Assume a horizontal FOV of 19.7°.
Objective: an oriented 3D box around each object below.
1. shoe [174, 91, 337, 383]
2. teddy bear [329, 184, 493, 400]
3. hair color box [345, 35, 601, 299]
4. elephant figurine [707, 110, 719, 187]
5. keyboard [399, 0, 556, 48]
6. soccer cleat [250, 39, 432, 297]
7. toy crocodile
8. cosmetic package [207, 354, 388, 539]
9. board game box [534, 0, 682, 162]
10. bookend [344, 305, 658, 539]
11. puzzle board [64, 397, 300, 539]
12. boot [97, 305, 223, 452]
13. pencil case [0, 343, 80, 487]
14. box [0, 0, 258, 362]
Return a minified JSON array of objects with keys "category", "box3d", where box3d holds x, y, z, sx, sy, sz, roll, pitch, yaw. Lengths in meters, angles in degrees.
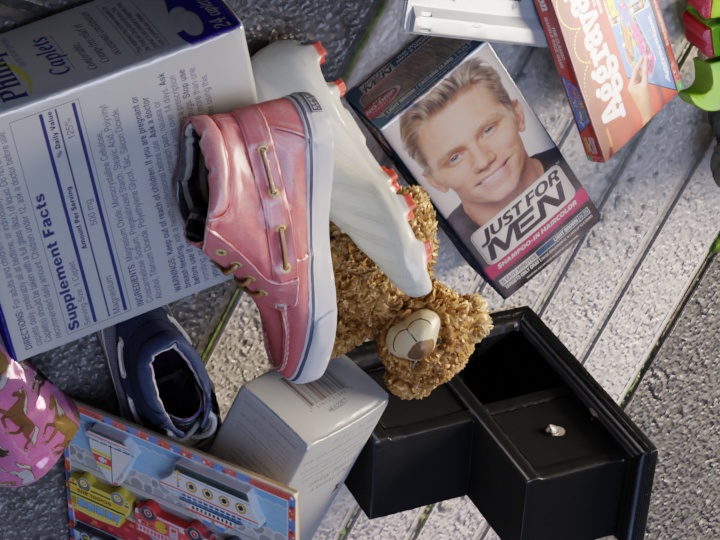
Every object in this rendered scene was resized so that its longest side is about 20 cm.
[{"category":"shoe","box3d":[-0.069,-0.014,1.320,0.091,0.071,0.201,-11,119,-24]},{"category":"teddy bear","box3d":[0.000,0.000,1.448,0.145,0.067,0.200,-26,88,-10]},{"category":"hair color box","box3d":[0.085,-0.080,1.499,0.100,0.061,0.200,-40,129,-1]},{"category":"elephant figurine","box3d":[0.374,-0.107,1.616,0.200,0.155,0.142,-3,78,-39]},{"category":"keyboard","box3d":[0.101,-0.184,1.418,0.200,0.011,0.056,-1,99,-45]},{"category":"soccer cleat","box3d":[-0.019,-0.062,1.397,0.077,0.200,0.069,-30,174,-3]},{"category":"toy crocodile","box3d":[0.262,-0.212,1.508,0.062,0.068,0.200,-15,125,-19]},{"category":"cosmetic package","box3d":[-0.066,0.155,1.506,0.102,0.074,0.200,-26,150,-47]},{"category":"board game box","box3d":[0.168,-0.187,1.463,0.103,0.019,0.200,-42,125,-29]},{"category":"bookend","box3d":[0.081,0.133,1.542,0.199,0.199,0.092,-12,126,-21]},{"category":"puzzle board","box3d":[-0.130,0.184,1.471,0.017,0.200,0.151,-44,144,-45]},{"category":"boot","box3d":[-0.132,0.105,1.477,0.073,0.090,0.200,-29,129,-10]},{"category":"pencil case","box3d":[-0.274,0.067,1.381,0.083,0.086,0.200,-49,130,-8]},{"category":"box","box3d":[-0.168,-0.069,1.339,0.200,0.105,0.184,-22,128,-16]}]
